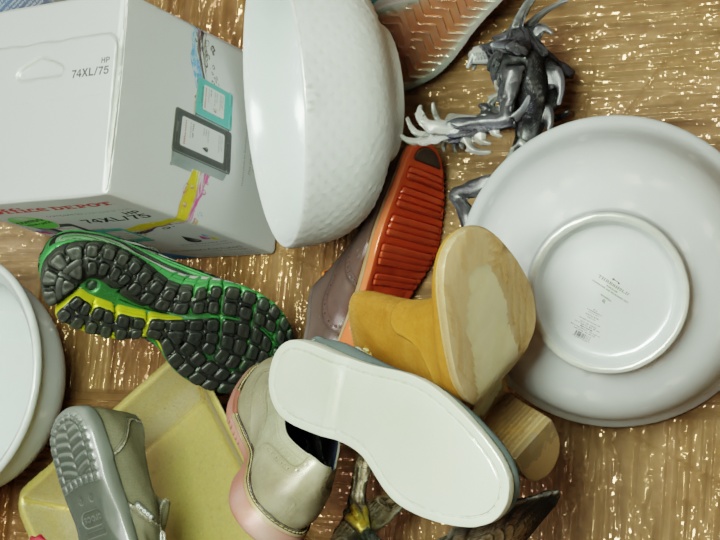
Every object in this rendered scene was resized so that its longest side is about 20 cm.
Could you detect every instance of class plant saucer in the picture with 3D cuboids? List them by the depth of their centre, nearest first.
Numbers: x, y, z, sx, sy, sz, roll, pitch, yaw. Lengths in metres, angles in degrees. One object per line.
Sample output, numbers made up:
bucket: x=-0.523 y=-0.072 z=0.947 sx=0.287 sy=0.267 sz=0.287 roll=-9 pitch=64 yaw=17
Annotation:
plant saucer: x=-0.142 y=0.195 z=1.241 sx=0.200 sy=0.048 sz=0.200 roll=-40 pitch=62 yaw=18

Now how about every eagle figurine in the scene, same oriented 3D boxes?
eagle figurine: x=0.033 y=0.194 z=1.025 sx=0.200 sy=0.150 sz=0.153 roll=10 pitch=110 yaw=55

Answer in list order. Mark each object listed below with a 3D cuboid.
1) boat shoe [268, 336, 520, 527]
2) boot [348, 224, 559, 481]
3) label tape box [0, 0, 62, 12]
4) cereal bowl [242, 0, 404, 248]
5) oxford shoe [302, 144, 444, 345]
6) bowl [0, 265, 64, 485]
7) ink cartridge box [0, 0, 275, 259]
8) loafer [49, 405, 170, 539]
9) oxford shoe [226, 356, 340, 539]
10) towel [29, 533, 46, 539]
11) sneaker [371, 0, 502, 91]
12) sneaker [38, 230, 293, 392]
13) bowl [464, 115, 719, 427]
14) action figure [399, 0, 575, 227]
boat shoe: x=0.029 y=0.089 z=0.983 sx=0.200 sy=0.062 sz=0.073 roll=25 pitch=105 yaw=44
boot: x=0.040 y=0.036 z=1.006 sx=0.071 sy=0.202 sz=0.144 roll=-41 pitch=43 yaw=-22
label tape box: x=-0.288 y=-0.174 z=1.409 sx=0.143 sy=0.066 sz=0.200 roll=-42 pitch=62 yaw=18
cereal bowl: x=-0.022 y=-0.118 z=1.145 sx=0.083 sy=0.200 sz=0.201 roll=-6 pitch=70 yaw=-13
oxford shoe: x=0.000 y=0.000 z=1.184 sx=0.072 sy=0.071 sz=0.201 roll=20 pitch=90 yaw=39
bowl: x=-0.302 y=0.091 z=1.332 sx=0.200 sy=0.090 sz=0.202 roll=-8 pitch=75 yaw=31
ink cartridge box: x=-0.171 y=-0.099 z=1.235 sx=0.146 sy=0.200 sz=0.147 roll=-3 pitch=77 yaw=32
loafer: x=-0.158 y=0.188 z=1.181 sx=0.075 sy=0.069 sz=0.201 roll=-14 pitch=88 yaw=45
oxford shoe: x=-0.041 y=0.104 z=1.098 sx=0.074 sy=0.071 sz=0.200 roll=-50 pitch=21 yaw=18
towel: x=-0.183 y=0.291 z=1.178 sx=0.144 sy=0.022 sz=0.201 roll=25 pitch=128 yaw=30
sneaker: x=0.059 y=-0.202 z=1.200 sx=0.200 sy=0.071 sz=0.080 roll=-38 pitch=22 yaw=35
sneaker: x=-0.135 y=0.019 z=1.193 sx=0.078 sy=0.199 sz=0.085 roll=-58 pitch=26 yaw=10
bowl: x=0.152 y=0.007 z=1.022 sx=0.200 sy=0.090 sz=0.202 roll=1 pitch=98 yaw=11
action figure: x=0.084 y=-0.089 z=1.124 sx=0.102 sy=0.119 sz=0.201 roll=8 pitch=89 yaw=26
